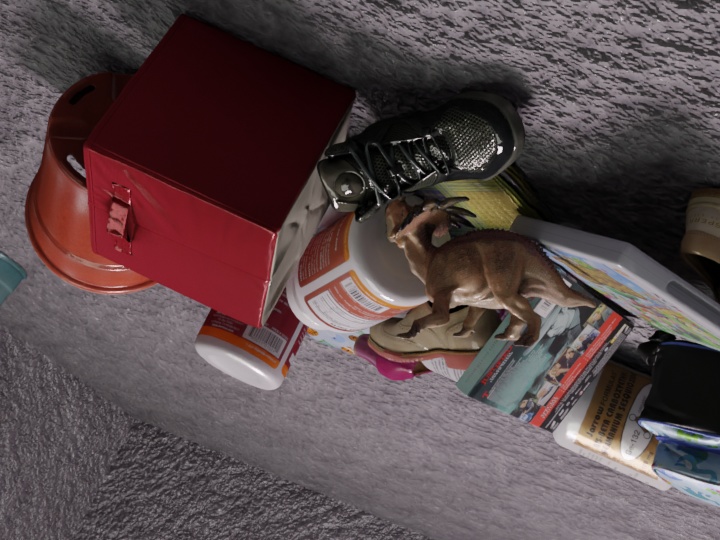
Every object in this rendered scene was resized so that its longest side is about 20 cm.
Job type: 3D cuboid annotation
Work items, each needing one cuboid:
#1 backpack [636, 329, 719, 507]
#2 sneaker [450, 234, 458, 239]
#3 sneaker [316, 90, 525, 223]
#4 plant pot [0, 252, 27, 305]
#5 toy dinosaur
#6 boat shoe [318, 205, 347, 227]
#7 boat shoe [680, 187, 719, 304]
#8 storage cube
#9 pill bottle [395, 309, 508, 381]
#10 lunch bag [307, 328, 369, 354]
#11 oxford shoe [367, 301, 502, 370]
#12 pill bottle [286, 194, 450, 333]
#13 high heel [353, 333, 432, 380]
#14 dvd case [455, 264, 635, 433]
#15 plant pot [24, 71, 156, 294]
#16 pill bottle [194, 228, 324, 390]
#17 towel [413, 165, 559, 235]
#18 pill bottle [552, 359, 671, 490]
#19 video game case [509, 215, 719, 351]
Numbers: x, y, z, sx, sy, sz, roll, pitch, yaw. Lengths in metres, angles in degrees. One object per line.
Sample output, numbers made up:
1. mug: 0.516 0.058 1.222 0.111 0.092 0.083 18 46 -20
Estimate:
1. backpack: 0.373 0.156 1.028 0.182 0.149 0.199 6 168 42
2. sneaker: 0.127 0.013 1.133 0.199 0.073 0.114 4 154 49
3. sneaker: 0.041 -0.088 0.895 0.198 0.114 0.077 -2 118 50
4. plant pot: -0.853 0.046 2.341 0.198 0.198 0.201 24 162 8
5. toy dinosaur: 0.103 -0.007 0.944 0.198 0.137 0.086 3 -179 17
6. boat shoe: -0.075 -0.081 1.164 0.199 0.068 0.072 -18 129 35
7. boat shoe: 0.315 0.014 0.888 0.200 0.065 0.071 39 158 -32
8. storage cube: -0.127 -0.085 0.989 0.178 0.201 0.172 24 147 4
9. pill bottle: 0.133 0.073 1.204 0.199 0.114 0.114 21 162 34
10. lunch bag: -0.011 0.048 1.407 0.159 0.076 0.200 13 157 27
11. oxford shoe: 0.075 0.052 1.114 0.199 0.070 0.076 0 107 50
12. pill bottle: 0.000 0.000 1.105 0.112 0.113 0.200 32 155 -16
13. high heel: 0.088 0.111 1.349 0.199 0.068 0.096 -2 -163 -45
14. dvd case: 0.185 0.081 1.062 0.022 0.147 0.199 41 -171 36
15. plant pot: -0.267 -0.103 1.191 0.199 0.202 0.195 27 154 -3
16. pill bottle: -0.102 0.027 1.270 0.112 0.201 0.113 23 162 8
17. towel: 0.083 -0.076 1.032 0.199 0.023 0.143 4 152 50
18. pill bottle: 0.279 0.160 1.248 0.198 0.115 0.115 22 161 12
19. video game case: 0.236 0.016 0.916 0.181 0.022 0.200 31 180 -19
